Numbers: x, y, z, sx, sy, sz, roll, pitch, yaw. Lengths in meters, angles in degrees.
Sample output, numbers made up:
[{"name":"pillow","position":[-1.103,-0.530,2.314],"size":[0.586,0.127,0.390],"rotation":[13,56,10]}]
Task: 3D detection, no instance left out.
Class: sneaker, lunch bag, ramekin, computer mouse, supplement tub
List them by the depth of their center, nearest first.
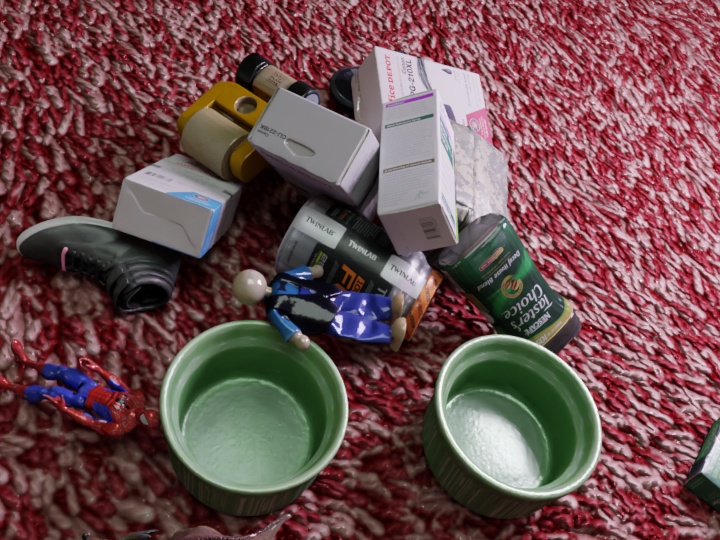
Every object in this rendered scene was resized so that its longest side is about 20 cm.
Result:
[{"name":"ramekin","position":[-0.119,0.164,0.822],"size":[0.197,0.098,0.202],"rotation":[8,51,-10]},{"name":"ramekin","position":[0.168,0.187,0.881],"size":[0.197,0.098,0.202],"rotation":[8,51,-10]},{"name":"sneaker","position":[-0.314,-0.004,0.912],"size":[0.197,0.071,0.100],"rotation":[5,47,-18]},{"name":"supplement tub","position":[0.000,0.000,0.971],"size":[0.198,0.123,0.123],"rotation":[29,50,8]},{"name":"lunch bag","position":[0.141,-0.097,1.080],"size":[0.166,0.140,0.202],"rotation":[20,51,-17]},{"name":"computer mouse","position":[0.027,-0.293,1.258],"size":[0.198,0.053,0.140],"rotation":[-17,71,-35]}]

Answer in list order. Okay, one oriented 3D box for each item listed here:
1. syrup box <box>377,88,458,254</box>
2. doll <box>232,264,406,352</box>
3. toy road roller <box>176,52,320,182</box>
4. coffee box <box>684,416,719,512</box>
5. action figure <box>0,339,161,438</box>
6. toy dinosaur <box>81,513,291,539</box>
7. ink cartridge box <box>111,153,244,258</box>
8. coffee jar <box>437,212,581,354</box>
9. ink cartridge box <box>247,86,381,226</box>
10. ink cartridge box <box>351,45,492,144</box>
[{"name":"syrup box","position":[0.073,-0.126,0.940],"size":[0.080,0.079,0.202],"rotation":[-10,50,18]},{"name":"doll","position":[-0.049,0.038,0.864],"size":[0.197,0.049,0.137],"rotation":[12,40,-10]},{"name":"toy road roller","position":[-0.148,-0.191,1.069],"size":[0.122,0.147,0.200],"rotation":[34,64,21]},{"name":"coffee box","position":[0.524,0.287,0.954],"size":[0.199,0.044,0.123],"rotation":[38,52,14]},{"name":"action figure","position":[-0.301,0.130,0.804],"size":[0.198,0.052,0.066],"rotation":[18,44,11]},{"name":"toy dinosaur","position":[-0.165,0.270,0.695],"size":[0.136,0.199,0.086],"rotation":[53,17,-21]},{"name":"ink cartridge box","position":[-0.225,-0.089,0.977],"size":[0.114,0.067,0.200],"rotation":[19,17,-1]},{"name":"coffee jar","position":[0.195,0.031,0.971],"size":[0.104,0.085,0.200],"rotation":[-43,108,-5]},{"name":"ink cartridge box","position":[-0.041,-0.141,1.000],"size":[0.143,0.200,0.084],"rotation":[28,85,19]},{"name":"ink cartridge box","position":[0.095,-0.249,1.183],"size":[0.198,0.084,0.147],"rotation":[7,62,-25]}]
